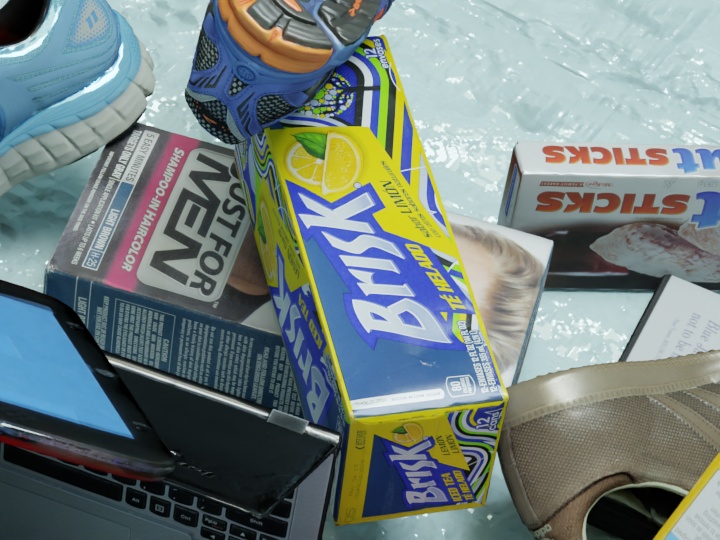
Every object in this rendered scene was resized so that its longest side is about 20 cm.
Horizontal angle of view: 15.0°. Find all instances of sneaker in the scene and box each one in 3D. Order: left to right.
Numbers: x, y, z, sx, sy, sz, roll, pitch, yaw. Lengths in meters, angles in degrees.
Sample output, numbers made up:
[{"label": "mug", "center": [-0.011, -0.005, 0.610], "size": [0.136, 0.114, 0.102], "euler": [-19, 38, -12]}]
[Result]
[{"label": "sneaker", "center": [-0.188, -0.065, 1.156], "size": [0.200, 0.090, 0.078], "euler": [-36, 35, -14]}, {"label": "sneaker", "center": [-0.023, -0.115, 1.094], "size": [0.075, 0.079, 0.200], "euler": [40, 33, 0]}, {"label": "sneaker", "center": [0.143, 0.072, 1.120], "size": [0.199, 0.070, 0.076], "euler": [-7, 80, -27]}]

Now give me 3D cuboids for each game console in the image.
[{"label": "game console", "center": [-0.148, -0.026, 0.890], "size": [0.118, 0.174, 0.200], "euler": [-14, 18, -14]}]

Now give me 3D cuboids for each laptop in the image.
[{"label": "laptop", "center": [-0.114, 0.084, 0.978], "size": [0.186, 0.201, 0.116], "euler": [19, 43, 8]}]

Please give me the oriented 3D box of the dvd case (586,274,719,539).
[{"label": "dvd case", "center": [0.195, 0.087, 1.160], "size": [0.199, 0.018, 0.143], "euler": [23, 47, 11]}]

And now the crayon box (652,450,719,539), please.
[{"label": "crayon box", "center": [0.170, 0.132, 1.033], "size": [0.126, 0.200, 0.051], "euler": [43, 15, 27]}]

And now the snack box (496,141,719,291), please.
[{"label": "snack box", "center": [0.161, -0.023, 1.219], "size": [0.198, 0.072, 0.024], "euler": [1, 45, -9]}]

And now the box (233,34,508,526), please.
[{"label": "box", "center": [0.000, 0.000, 1.087], "size": [0.064, 0.070, 0.201], "euler": [-7, 49, -13]}]

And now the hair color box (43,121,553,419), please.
[{"label": "hair color box", "center": [-0.026, 0.012, 1.162], "size": [0.199, 0.061, 0.100], "euler": [16, 47, 4]}]
